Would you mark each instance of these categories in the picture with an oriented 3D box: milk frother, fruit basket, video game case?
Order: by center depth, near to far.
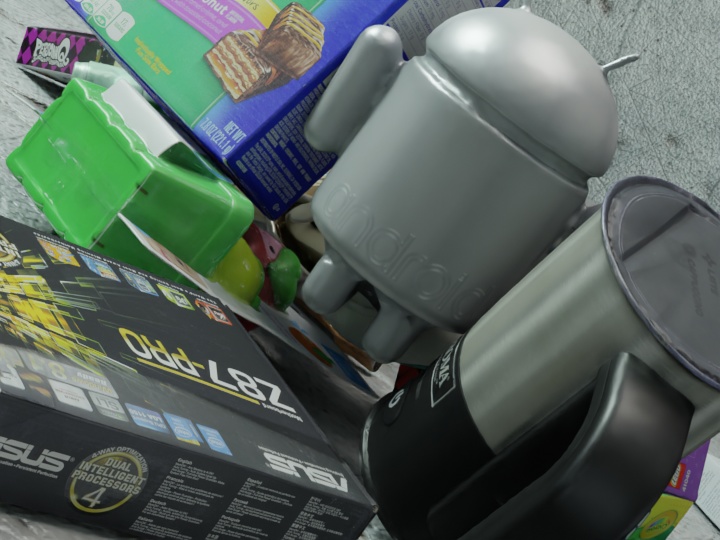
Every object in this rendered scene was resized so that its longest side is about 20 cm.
[{"bbox_3d":[0.130,0.098,0.732,0.199,0.188,0.181,26,42,-22],"label":"milk frother"},{"bbox_3d":[-0.087,-0.020,0.864,0.199,0.094,0.185,28,13,-44],"label":"fruit basket"},{"bbox_3d":[-0.125,-0.124,1.173,0.181,0.036,0.199,17,-3,42],"label":"video game case"}]

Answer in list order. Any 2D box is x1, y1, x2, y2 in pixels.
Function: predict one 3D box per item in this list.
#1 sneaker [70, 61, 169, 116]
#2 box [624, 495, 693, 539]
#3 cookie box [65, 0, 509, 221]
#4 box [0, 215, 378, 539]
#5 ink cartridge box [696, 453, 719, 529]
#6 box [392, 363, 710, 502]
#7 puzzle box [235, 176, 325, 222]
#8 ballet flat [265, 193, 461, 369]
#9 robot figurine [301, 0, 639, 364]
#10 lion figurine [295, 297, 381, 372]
[{"bbox_3d":[-0.109,-0.101,0.955,0.118,0.200,0.074,22,52,-32],"label":"sneaker"},{"bbox_3d":[0.129,0.117,1.021,0.200,0.049,0.117,43,15,31],"label":"box"},{"bbox_3d":[-0.037,-0.159,0.876,0.171,0.200,0.075,45,-4,30],"label":"cookie box"},{"bbox_3d":[-0.106,0.044,0.647,0.199,0.049,0.161,25,18,-42],"label":"box"},{"bbox_3d":[0.351,0.214,1.266,0.196,0.043,0.200,27,15,-30],"label":"ink cartridge box"},{"bbox_3d":[0.111,0.039,0.878,0.199,0.138,0.039,8,-11,45],"label":"box"},{"bbox_3d":[-0.001,-0.056,1.101,0.199,0.026,0.133,-4,9,-27],"label":"puzzle box"},{"bbox_3d":[0.000,0.000,0.917,0.069,0.070,0.200,25,2,-38],"label":"ballet flat"},{"bbox_3d":[0.053,-0.048,0.802,0.169,0.201,0.113,36,12,0],"label":"robot figurine"},{"bbox_3d":[-0.001,0.001,1.072,0.122,0.073,0.200,31,14,16],"label":"lion figurine"}]
